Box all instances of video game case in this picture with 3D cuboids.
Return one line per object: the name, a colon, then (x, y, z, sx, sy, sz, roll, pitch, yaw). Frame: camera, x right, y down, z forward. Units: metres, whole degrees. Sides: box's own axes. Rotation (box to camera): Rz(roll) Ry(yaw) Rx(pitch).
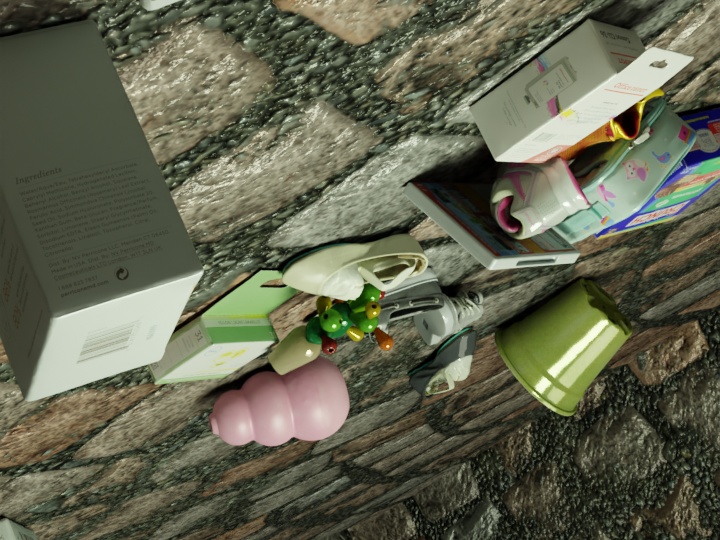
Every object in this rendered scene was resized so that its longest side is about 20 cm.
video game case: (0.153, -0.054, 1.638, 0.199, 0.143, 0.018, -4, 131, -54)

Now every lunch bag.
lunch bag: (0.295, -0.112, 1.677, 0.160, 0.077, 0.200, -45, -177, -21)

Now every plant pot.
plant pot: (0.370, 0.120, 2.515, 0.184, 0.201, 0.200, -45, 159, 21)

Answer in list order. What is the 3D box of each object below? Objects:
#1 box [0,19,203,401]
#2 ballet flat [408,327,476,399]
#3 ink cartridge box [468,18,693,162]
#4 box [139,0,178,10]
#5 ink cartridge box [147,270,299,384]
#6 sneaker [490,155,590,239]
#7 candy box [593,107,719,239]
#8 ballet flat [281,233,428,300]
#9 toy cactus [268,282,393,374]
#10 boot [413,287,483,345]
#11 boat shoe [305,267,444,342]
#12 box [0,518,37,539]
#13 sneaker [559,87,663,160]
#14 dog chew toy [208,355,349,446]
box: (-0.205, -0.039, 0.972, 0.106, 0.201, 0.152, -17, 162, -26)
ballet flat: (0.155, 0.170, 2.505, 0.073, 0.073, 0.200, -14, 160, -38)
ink cartridge box: (0.224, -0.189, 1.446, 0.200, 0.068, 0.116, -34, 164, 30)
box: (-0.040, -0.253, 0.677, 0.198, 0.131, 0.200, -23, 165, -13)
ink cartridge box: (-0.145, 0.069, 1.723, 0.199, 0.048, 0.145, -32, 164, 26)
sneaker: (0.180, -0.085, 1.603, 0.088, 0.082, 0.200, -33, -171, -4)
candy box: (0.411, -0.131, 1.925, 0.168, 0.077, 0.200, -16, 162, -37)
ballet flat: (0.000, 0.000, 1.693, 0.199, 0.070, 0.069, -16, 161, -37)
toy cactus: (-0.035, 0.076, 1.762, 0.165, 0.102, 0.200, -36, -173, 12)
boot: (0.136, 0.052, 2.110, 0.095, 0.074, 0.200, -30, 174, -9)
boat shoe: (0.025, 0.061, 1.935, 0.199, 0.067, 0.070, -21, 164, -22)
box: (-0.562, 0.509, 2.179, 0.170, 0.201, 0.199, -22, 166, -7)
sneaker: (0.263, -0.164, 1.576, 0.073, 0.078, 0.200, -22, 166, -22)
dog chew toy: (-0.119, 0.195, 2.050, 0.199, 0.125, 0.125, -15, 162, -13)
